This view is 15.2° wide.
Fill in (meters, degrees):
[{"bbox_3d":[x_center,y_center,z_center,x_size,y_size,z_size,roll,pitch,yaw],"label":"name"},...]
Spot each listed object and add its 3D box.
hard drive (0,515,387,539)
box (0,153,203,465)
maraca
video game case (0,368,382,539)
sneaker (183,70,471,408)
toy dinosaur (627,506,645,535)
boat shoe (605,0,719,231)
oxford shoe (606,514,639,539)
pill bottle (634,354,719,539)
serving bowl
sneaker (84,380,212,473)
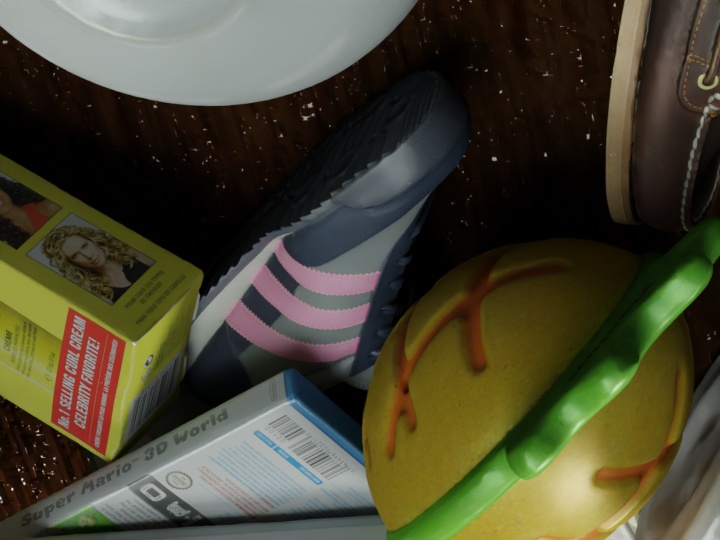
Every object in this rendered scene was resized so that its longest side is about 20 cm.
[{"bbox_3d":[-0.070,0.146,1.044,0.199,0.027,0.132,-3,137,-6],"label":"hard drive"},{"bbox_3d":[-0.157,-0.011,1.023,0.200,0.050,0.075,30,136,13],"label":"box"},{"bbox_3d":[0.065,0.042,0.937,0.107,0.137,0.200,39,157,-3],"label":"maraca"},{"bbox_3d":[-0.067,0.120,1.049,0.200,0.018,0.143,-29,135,20],"label":"video game case"},{"bbox_3d":[0.000,0.000,1.004,0.082,0.070,0.200,37,141,-8],"label":"sneaker"},{"bbox_3d":[0.184,0.158,1.066,0.199,0.088,0.047,17,169,-12],"label":"toy dinosaur"},{"bbox_3d":[0.119,-0.090,0.878,0.070,0.070,0.200,12,134,13],"label":"boat shoe"},{"bbox_3d":[0.097,0.118,1.088,0.075,0.058,0.200,-17,125,29],"label":"oxford shoe"},{"bbox_3d":[0.211,0.110,1.004,0.199,0.111,0.111,25,134,-5],"label":"pill bottle"},{"bbox_3d":[-0.068,-0.129,0.911,0.199,0.066,0.201,9,134,10],"label":"serving bowl"},{"bbox_3d":[-0.032,0.092,1.102,0.081,0.077,0.200,-31,123,30],"label":"sneaker"}]
